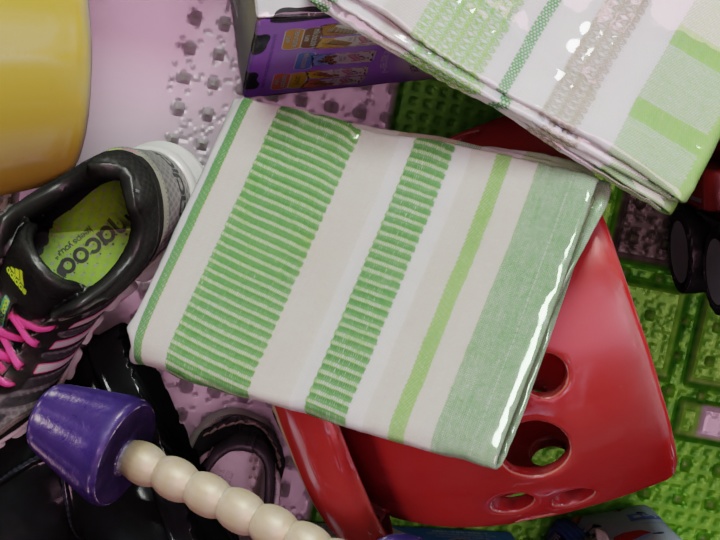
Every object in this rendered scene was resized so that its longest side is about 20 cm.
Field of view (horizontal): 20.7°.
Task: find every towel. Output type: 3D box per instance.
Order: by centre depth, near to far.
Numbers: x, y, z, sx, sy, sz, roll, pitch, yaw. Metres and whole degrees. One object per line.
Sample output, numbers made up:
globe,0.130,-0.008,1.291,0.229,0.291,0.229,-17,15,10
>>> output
towel,0.091,-0.137,0.876,0.199,0.031,0.150,30,83,-3
towel,0.000,0.000,0.906,0.199,0.023,0.153,13,67,26

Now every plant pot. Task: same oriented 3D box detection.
plant pot,-0.235,-0.103,0.942,0.188,0.201,0.202,-2,101,-23
plant pot,0.046,0.040,0.996,0.182,0.200,0.201,-21,102,2

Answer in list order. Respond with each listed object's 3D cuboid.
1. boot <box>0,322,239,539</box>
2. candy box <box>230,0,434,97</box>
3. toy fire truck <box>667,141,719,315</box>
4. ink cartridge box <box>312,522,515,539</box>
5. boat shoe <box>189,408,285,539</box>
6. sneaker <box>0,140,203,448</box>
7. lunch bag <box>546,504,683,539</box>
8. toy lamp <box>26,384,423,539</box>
boot,-0.156,0.138,1.013,0.162,0.073,0.199,-28,78,8
candy box,0.039,-0.145,0.971,0.199,0.168,0.072,-6,84,-7
toy fire truck,0.208,-0.078,1.007,0.128,0.176,0.201,-3,100,-7
ink cartridge box,0.027,0.201,1.019,0.144,0.200,0.084,5,100,-9
boat shoe,-0.089,0.175,1.069,0.074,0.060,0.201,21,96,-9
sneaker,-0.159,0.011,0.955,0.200,0.087,0.074,-45,77,5
lunch bag,0.149,0.229,1.062,0.075,0.160,0.201,-7,102,-7
toy lamp,-0.068,0.108,0.931,0.199,0.058,0.058,22,98,19
